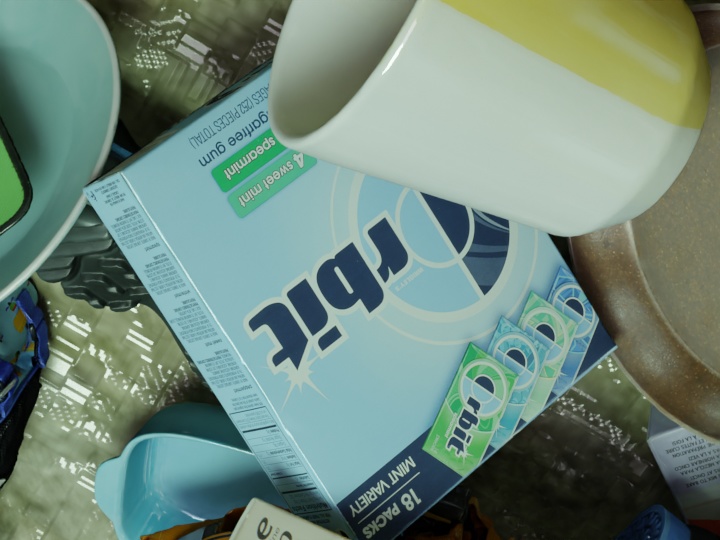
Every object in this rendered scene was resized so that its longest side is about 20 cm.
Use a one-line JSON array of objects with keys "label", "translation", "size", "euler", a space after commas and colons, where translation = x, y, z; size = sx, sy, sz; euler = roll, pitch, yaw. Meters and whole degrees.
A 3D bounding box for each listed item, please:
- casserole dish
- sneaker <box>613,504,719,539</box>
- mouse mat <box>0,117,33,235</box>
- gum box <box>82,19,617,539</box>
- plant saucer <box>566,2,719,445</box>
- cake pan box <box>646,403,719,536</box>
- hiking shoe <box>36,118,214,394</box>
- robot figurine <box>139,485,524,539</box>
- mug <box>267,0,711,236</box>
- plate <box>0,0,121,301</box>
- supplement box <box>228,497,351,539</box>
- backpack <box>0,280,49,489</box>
[{"label": "casserole dish", "translation": [-0.034, 0.122, 1.177], "size": [0.199, 0.039, 0.121], "euler": [15, 138, 3]}, {"label": "sneaker", "translation": [0.129, 0.181, 1.140], "size": [0.078, 0.070, 0.200], "euler": [31, 147, -7]}, {"label": "mouse mat", "translation": [-0.251, -0.025, 1.068], "size": [0.200, 0.161, 0.008], "euler": [-33, 140, 3]}, {"label": "gum box", "translation": [0.000, 0.000, 1.043], "size": [0.200, 0.170, 0.045], "euler": [58, 150, -10]}, {"label": "plant saucer", "translation": [0.173, -0.019, 1.031], "size": [0.200, 0.034, 0.201], "euler": [17, 113, 46]}, {"label": "cake pan box", "translation": [0.262, 0.114, 1.120], "size": [0.199, 0.052, 0.185], "euler": [-19, 113, 19]}, {"label": "hiking shoe", "translation": [-0.067, -0.003, 1.117], "size": [0.074, 0.087, 0.200], "euler": [-24, 133, 35]}, {"label": "robot figurine", "translation": [-0.006, 0.158, 1.131], "size": [0.199, 0.058, 0.145], "euler": [-12, 135, 30]}, {"label": "mug", "translation": [0.072, -0.096, 0.967], "size": [0.153, 0.150, 0.187], "euler": [26, 141, -21]}, {"label": "plate", "translation": [-0.191, -0.047, 1.072], "size": [0.200, 0.201, 0.026], "euler": [-19, 143, 20]}, {"label": "supplement box", "translation": [0.028, 0.186, 1.009], "size": [0.199, 0.074, 0.126], "euler": [23, 156, 8]}, {"label": "backpack", "translation": [-0.259, 0.072, 1.123], "size": [0.182, 0.200, 0.135], "euler": [26, 119, -1]}]
